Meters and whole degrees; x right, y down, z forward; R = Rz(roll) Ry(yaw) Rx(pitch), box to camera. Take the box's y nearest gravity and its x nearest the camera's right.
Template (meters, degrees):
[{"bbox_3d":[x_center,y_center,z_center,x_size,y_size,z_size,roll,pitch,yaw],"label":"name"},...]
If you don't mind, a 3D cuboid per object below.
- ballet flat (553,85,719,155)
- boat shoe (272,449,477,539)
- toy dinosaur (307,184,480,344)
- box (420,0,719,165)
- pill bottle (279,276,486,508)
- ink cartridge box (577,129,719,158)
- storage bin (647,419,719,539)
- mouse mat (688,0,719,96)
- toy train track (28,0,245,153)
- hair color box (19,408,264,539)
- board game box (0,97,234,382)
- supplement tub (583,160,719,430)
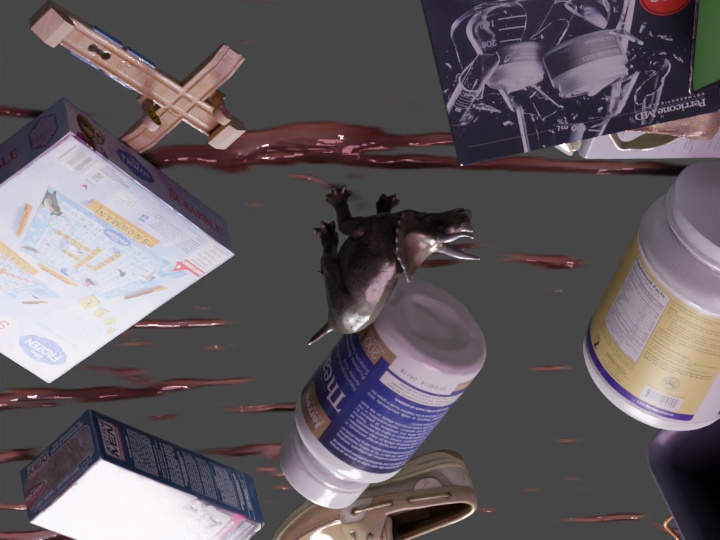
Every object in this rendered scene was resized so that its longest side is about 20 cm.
[{"bbox_3d":[0.180,-0.120,1.616,0.199,0.068,0.068,3,131,18],"label":"ballet flat"},{"bbox_3d":[0.013,0.236,1.984,0.199,0.065,0.072,-22,139,3],"label":"boat shoe"},{"bbox_3d":[0.000,0.000,1.696,0.077,0.103,0.200,21,124,-36],"label":"toy dinosaur"},{"bbox_3d":[0.145,-0.192,1.511,0.198,0.105,0.183,-12,135,5],"label":"box"},{"bbox_3d":[0.012,0.110,1.813,0.110,0.111,0.200,13,129,-32],"label":"pill bottle"},{"bbox_3d":[0.285,-0.172,1.666,0.199,0.041,0.200,0,134,-19],"label":"ink cartridge box"},{"bbox_3d":[0.378,0.239,2.043,0.145,0.201,0.134,-35,146,18],"label":"storage bin"},{"bbox_3d":[0.267,-0.215,1.499,0.007,0.200,0.162,9,106,23],"label":"mouse mat"},{"bbox_3d":[-0.158,-0.134,1.542,0.115,0.033,0.200,-40,134,21],"label":"toy train track"},{"bbox_3d":[-0.191,0.202,1.872,0.100,0.061,0.199,-42,134,23],"label":"hair color box"},{"bbox_3d":[-0.234,-0.018,1.629,0.199,0.041,0.200,-33,137,17],"label":"board game box"},{"bbox_3d":[0.286,0.021,1.798,0.144,0.146,0.201,1,135,-22],"label":"supplement tub"}]
